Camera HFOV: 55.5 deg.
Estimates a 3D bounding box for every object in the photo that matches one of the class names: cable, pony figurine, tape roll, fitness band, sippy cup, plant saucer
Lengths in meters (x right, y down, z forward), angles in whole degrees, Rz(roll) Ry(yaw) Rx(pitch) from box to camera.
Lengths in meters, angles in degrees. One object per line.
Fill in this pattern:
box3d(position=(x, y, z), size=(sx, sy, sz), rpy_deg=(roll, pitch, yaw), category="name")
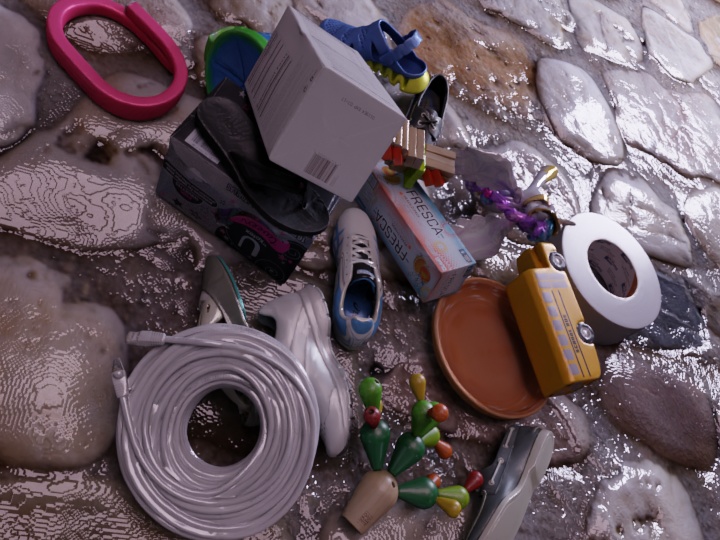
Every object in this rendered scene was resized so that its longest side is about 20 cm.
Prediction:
box3d(position=(-0.138, 0.155, 0.673), size=(0.194, 0.069, 0.206), rpy_deg=(-4, 80, -9), category="cable")
box3d(position=(0.211, -0.105, 1.005), size=(0.187, 0.171, 0.201), rpy_deg=(6, 26, 8), category="pony figurine")
box3d(position=(0.378, 0.012, 1.084), size=(0.195, 0.066, 0.205), rpy_deg=(13, 57, -21), category="tape roll")
box3d(position=(-0.315, -0.283, 0.894), size=(0.200, 0.038, 0.143), rpy_deg=(46, 51, 4), category="fitness band")
box3d(position=(-0.122, -0.264, 0.939), size=(0.130, 0.137, 0.182), rpy_deg=(-31, 103, -48), category="sippy cup")
box3d(position=(0.177, 0.107, 0.934), size=(0.195, 0.038, 0.205), rpy_deg=(15, 55, -22), category="plant saucer")

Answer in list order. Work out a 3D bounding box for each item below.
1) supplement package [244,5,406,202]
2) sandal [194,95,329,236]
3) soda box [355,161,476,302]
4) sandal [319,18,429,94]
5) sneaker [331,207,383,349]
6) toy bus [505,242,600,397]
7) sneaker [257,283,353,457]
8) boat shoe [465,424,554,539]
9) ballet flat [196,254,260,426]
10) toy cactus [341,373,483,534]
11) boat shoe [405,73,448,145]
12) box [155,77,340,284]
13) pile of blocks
box3d(position=(-0.047, -0.191, 0.766), size=(0.112, 0.110, 0.202), rpy_deg=(24, 25, -31), category="supplement package")
box3d(position=(-0.108, -0.119, 0.756), size=(0.201, 0.048, 0.075), rpy_deg=(47, 51, 4), category="sandal")
box3d(position=(0.070, -0.059, 0.934), size=(0.067, 0.064, 0.202), rpy_deg=(-12, 58, -33), category="soda box")
box3d(position=(0.025, -0.360, 1.082), size=(0.196, 0.088, 0.080), rpy_deg=(23, 53, 8), category="sandal")
box3d(position=(0.000, 0.000, 0.877), size=(0.070, 0.073, 0.205), rpy_deg=(12, 55, -20), category="sneaker")
box3d(position=(0.258, 0.064, 0.941), size=(0.076, 0.065, 0.205), rpy_deg=(-2, 63, -28), category="toy bus")
box3d(position=(-0.062, 0.118, 0.785), size=(0.085, 0.075, 0.204), rpy_deg=(-13, 65, -15), category="sneaker")
box3d(position=(0.169, 0.268, 0.831), size=(0.061, 0.074, 0.200), rpy_deg=(15, 48, 36), category="boat shoe")
box3d(position=(-0.146, 0.075, 0.755), size=(0.063, 0.068, 0.203), rpy_deg=(-20, 73, -28), category="ballet flat")
box3d(position=(0.049, 0.219, 0.755), size=(0.165, 0.101, 0.202), rpy_deg=(-46, 118, -19), category="toy cactus")
box3d(position=(0.100, -0.235, 1.082), size=(0.067, 0.057, 0.204), rpy_deg=(25, 53, -13), category="boat shoe")
box3d(position=(-0.130, -0.106, 0.841), size=(0.198, 0.115, 0.133), rpy_deg=(34, 52, -5), category="box")
box3d(position=(0.046, -0.151, 0.890), size=(0.198, 0.081, 0.064), rpy_deg=(30, 53, -38), category="pile of blocks")
